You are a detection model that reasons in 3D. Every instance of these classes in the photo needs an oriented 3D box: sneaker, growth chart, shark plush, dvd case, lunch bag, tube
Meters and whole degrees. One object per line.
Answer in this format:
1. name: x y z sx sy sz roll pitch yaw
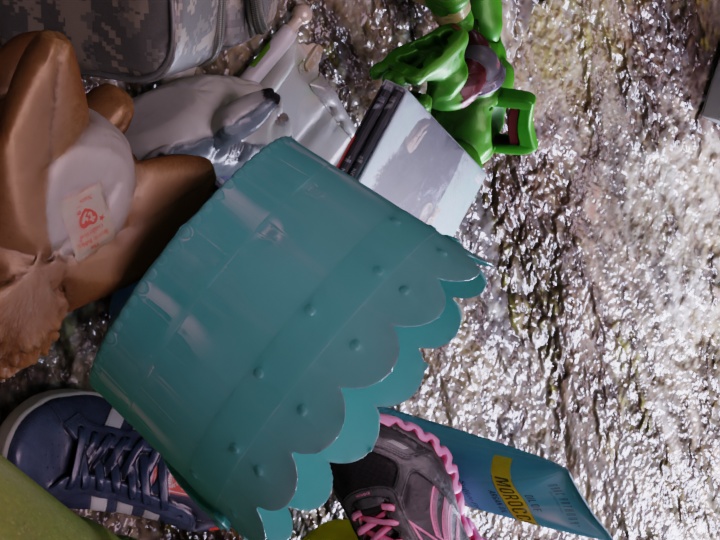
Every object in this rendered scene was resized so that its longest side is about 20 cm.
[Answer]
1. sneaker: -0.129 0.119 1.717 0.200 0.084 0.075 9 95 -46
2. growth chart: -0.042 -0.050 1.807 0.145 0.018 0.200 -47 131 -25
3. sneaker: 0.029 0.176 1.805 0.200 0.079 0.096 56 38 -31
4. shark plush: -0.119 -0.054 1.685 0.200 0.091 0.083 -44 145 -31
5. dvd case: 0.000 0.000 1.709 0.200 0.022 0.146 -60 151 -7
6. lunch bag: -0.113 -0.219 1.606 0.168 0.139 0.201 -27 122 -57
7. tube: 0.073 0.130 1.844 0.050 0.200 0.077 -60 137 -20

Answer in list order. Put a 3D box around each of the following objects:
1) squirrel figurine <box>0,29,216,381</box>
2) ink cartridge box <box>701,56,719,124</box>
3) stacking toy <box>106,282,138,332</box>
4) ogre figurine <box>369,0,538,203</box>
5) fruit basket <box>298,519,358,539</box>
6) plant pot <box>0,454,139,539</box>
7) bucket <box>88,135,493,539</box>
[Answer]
1. squirrel figurine: -0.207 -0.034 1.520 0.141 0.186 0.201 31 82 -42
2. ink cartridge box: 0.373 -0.114 2.124 0.200 0.146 0.083 21 87 -46
3. stacking toy: -0.065 0.059 1.768 0.116 0.110 0.200 -55 145 -19
4. ogre figurine: 0.061 -0.120 1.828 0.200 0.098 0.120 -95 168 -51
5. fruit basket: -0.050 0.247 1.826 0.216 0.155 0.216 -17 90 -79
6. plant pot: -0.236 0.168 1.565 0.201 0.200 0.184 -51 121 -23
7. bucket: -0.041 0.037 1.538 0.207 0.135 0.207 -50 172 -10
